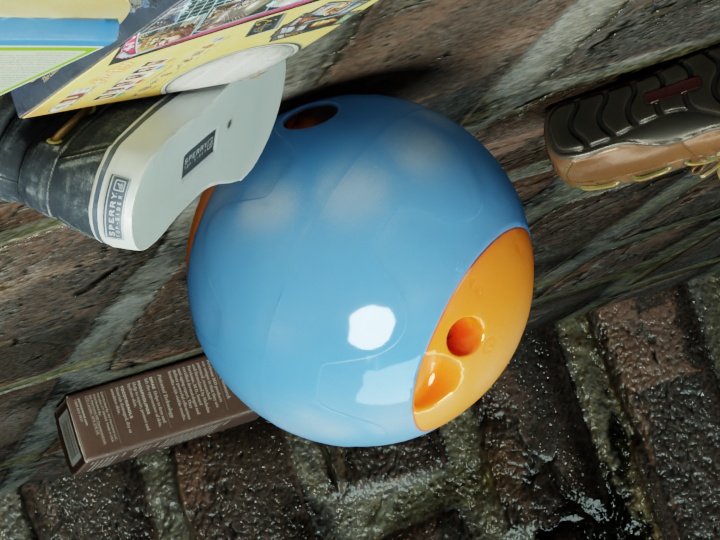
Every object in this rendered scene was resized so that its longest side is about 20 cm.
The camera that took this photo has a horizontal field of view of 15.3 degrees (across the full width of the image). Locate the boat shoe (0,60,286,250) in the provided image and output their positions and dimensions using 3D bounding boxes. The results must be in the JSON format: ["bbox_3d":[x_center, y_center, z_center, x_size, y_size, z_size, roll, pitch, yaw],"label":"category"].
[{"bbox_3d":[-0.107,-0.074,1.270,0.091,0.071,0.200,18,-155,15],"label":"boat shoe"}]

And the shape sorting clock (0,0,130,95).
[{"bbox_3d":[-0.187,-0.084,1.042,0.199,0.039,0.200,-19,175,-2],"label":"shape sorting clock"}]

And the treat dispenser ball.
[{"bbox_3d":[0.000,0.000,1.529,0.200,0.202,0.201,-18,173,-2],"label":"treat dispenser ball"}]

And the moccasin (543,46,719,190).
[{"bbox_3d":[0.227,-0.098,1.824,0.201,0.074,0.078,-20,148,10],"label":"moccasin"}]

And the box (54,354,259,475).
[{"bbox_3d":[-0.193,0.135,2.629,0.199,0.075,0.100,-15,172,-17],"label":"box"}]

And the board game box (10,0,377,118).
[{"bbox_3d":[-0.049,-0.122,1.136,0.135,0.035,0.200,-13,171,-38],"label":"board game box"}]
